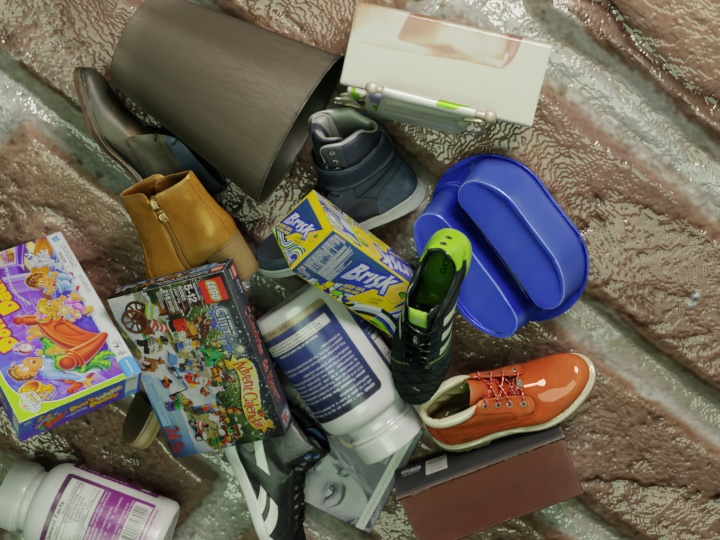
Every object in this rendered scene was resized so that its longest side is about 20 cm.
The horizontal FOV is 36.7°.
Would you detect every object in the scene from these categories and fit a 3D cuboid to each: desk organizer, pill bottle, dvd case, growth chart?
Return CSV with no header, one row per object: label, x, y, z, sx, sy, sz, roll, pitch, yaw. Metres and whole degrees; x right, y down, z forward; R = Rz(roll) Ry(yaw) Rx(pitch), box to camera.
desk organizer,0.145,0.241,1.237,0.200,0.072,0.077,-22,104,6
pill bottle,-0.019,0.111,1.201,0.111,0.111,0.200,-34,95,13
pill bottle,-0.325,0.295,1.284,0.200,0.112,0.112,20,105,1
dvd case,-0.045,0.206,1.283,0.200,0.016,0.149,26,105,-2
growth chart,0.046,-0.161,1.095,0.145,0.200,0.018,14,91,-7

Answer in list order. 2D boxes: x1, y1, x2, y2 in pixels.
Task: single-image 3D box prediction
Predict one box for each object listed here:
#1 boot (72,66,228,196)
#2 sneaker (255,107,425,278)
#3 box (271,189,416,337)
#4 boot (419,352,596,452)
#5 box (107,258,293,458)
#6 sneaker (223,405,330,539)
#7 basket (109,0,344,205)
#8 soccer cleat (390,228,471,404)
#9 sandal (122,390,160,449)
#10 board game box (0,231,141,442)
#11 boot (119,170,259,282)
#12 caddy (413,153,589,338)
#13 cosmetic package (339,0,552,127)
boot,-0.227,-0.147,1.183,0.097,0.075,0.200,-23,112,12
sneaker,-0.048,-0.086,1.148,0.202,0.077,0.146,-31,135,5
box,0.000,0.000,1.145,0.064,0.070,0.200,-41,135,13
boot,0.161,0.137,1.191,0.200,0.107,0.075,-25,60,9
box,-0.170,0.097,1.168,0.136,0.038,0.200,-14,109,15
sneaker,-0.075,0.247,1.250,0.112,0.073,0.200,-22,100,13
basket,-0.147,-0.193,1.133,0.200,0.136,0.180,29,80,3
soccer cleat,0.064,0.053,1.113,0.067,0.081,0.200,19,111,17
sandal,-0.197,0.115,1.257,0.070,0.078,0.212,26,96,-36
board game box,-0.340,0.066,1.156,0.200,0.134,0.045,54,149,22
boot,-0.219,-0.027,1.184,0.201,0.071,0.144,-24,114,30
caddy,0.152,-0.027,1.160,0.141,0.105,0.200,-36,92,34
cosmetic package,0.088,-0.214,1.119,0.200,0.103,0.087,13,102,1
